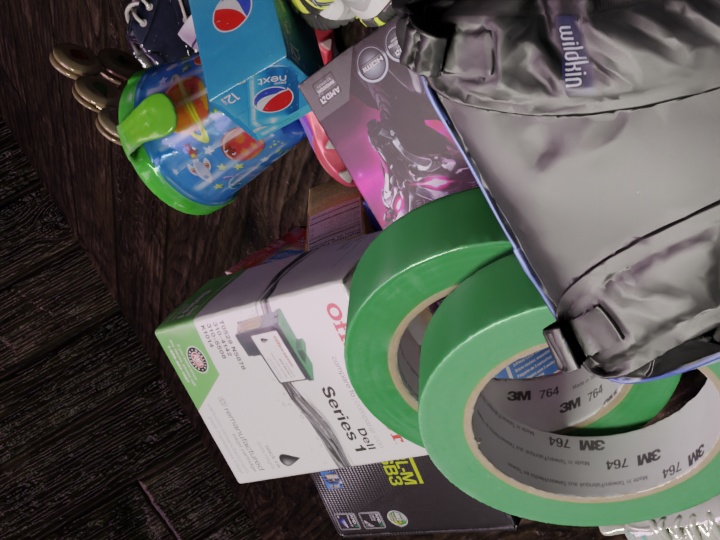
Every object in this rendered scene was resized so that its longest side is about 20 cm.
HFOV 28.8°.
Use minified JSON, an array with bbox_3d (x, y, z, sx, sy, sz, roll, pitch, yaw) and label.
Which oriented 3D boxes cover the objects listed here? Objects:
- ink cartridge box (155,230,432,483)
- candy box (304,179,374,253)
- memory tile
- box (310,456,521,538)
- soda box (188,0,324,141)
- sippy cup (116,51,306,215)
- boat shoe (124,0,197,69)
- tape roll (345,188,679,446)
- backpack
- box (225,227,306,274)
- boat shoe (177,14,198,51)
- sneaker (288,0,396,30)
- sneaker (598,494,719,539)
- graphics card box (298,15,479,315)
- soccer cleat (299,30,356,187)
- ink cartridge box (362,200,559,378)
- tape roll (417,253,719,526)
[{"bbox_3d":[-0.032,0.067,1.030,0.199,0.084,0.147,-16,108,41],"label":"ink cartridge box"},{"bbox_3d":[0.000,0.000,1.155,0.200,0.055,0.116,-95,-18,-72],"label":"candy box"},{"bbox_3d":[-0.191,-0.168,1.366,0.154,0.199,0.017,52,125,32],"label":"memory tile"},{"bbox_3d":[0.033,0.154,1.288,0.192,0.048,0.201,-7,118,32],"label":"box"},{"bbox_3d":[-0.082,-0.198,1.018,0.064,0.068,0.201,38,-149,-51],"label":"soda box"},{"bbox_3d":[-0.111,-0.132,1.179,0.130,0.178,0.140,-24,120,34],"label":"sippy cup"},{"bbox_3d":[-0.190,-0.264,1.323,0.201,0.092,0.075,63,163,-12],"label":"boat shoe"},{"bbox_3d":[0.091,0.038,0.843,0.048,0.199,0.201,-86,-13,-45],"label":"tape roll"},{"bbox_3d":[0.149,-0.076,0.535,0.199,0.147,0.184,-21,104,32],"label":"backpack"},{"bbox_3d":[-0.048,0.027,1.400,0.103,0.094,0.200,62,163,-15],"label":"box"},{"bbox_3d":[-0.103,-0.219,1.212,0.065,0.074,0.200,46,169,-9],"label":"boat shoe"},{"bbox_3d":[-0.010,-0.205,0.903,0.076,0.075,0.200,48,170,-17],"label":"sneaker"},{"bbox_3d":[0.218,0.162,0.892,0.071,0.080,0.200,64,161,-11],"label":"sneaker"},{"bbox_3d":[0.062,-0.068,0.891,0.125,0.051,0.201,-30,89,32],"label":"graphics card box"},{"bbox_3d":[-0.038,-0.159,1.122,0.201,0.066,0.076,64,174,-14],"label":"soccer cleat"},{"bbox_3d":[0.081,0.004,1.030,0.136,0.076,0.201,28,143,60],"label":"ink cartridge box"},{"bbox_3d":[0.132,0.069,0.792,0.201,0.199,0.048,77,-166,-44],"label":"tape roll"}]
